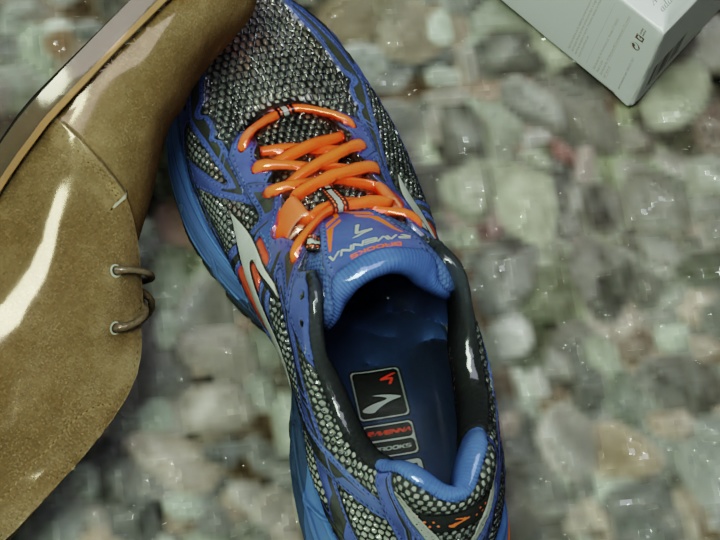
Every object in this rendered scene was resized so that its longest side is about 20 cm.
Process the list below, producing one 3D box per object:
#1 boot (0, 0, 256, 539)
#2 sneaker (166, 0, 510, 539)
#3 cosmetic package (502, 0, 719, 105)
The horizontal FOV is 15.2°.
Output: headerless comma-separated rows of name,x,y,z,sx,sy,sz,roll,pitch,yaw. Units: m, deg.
boot,-0.081,-0.004,0.757,0.075,0.074,0.201,36,82,2
sneaker,0.000,0.000,0.769,0.075,0.079,0.201,-17,68,-17
cosmetic package,0.121,-0.152,0.877,0.082,0.051,0.200,38,65,11
